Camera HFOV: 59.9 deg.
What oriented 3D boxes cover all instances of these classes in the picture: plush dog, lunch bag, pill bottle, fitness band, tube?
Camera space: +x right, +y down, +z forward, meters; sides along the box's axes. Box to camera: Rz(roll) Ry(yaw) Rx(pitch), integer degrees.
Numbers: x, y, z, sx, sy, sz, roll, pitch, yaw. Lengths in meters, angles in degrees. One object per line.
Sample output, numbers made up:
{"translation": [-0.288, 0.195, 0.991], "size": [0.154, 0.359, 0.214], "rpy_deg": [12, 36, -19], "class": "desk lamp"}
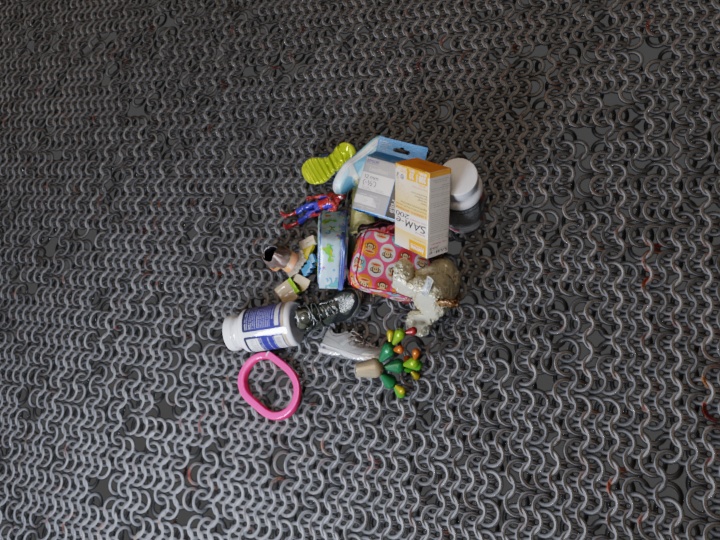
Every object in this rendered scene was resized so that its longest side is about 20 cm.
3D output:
{"translation": [0.184, 0.036, 1.496], "size": [0.158, 0.203, 0.172], "rpy_deg": [-8, 26, 36], "class": "plush dog"}
{"translation": [0.076, -0.024, 1.565], "size": [0.195, 0.082, 0.181], "rpy_deg": [16, 79, -15], "class": "lunch bag"}
{"translation": [0.248, -0.183, 1.536], "size": [0.111, 0.200, 0.117], "rpy_deg": [-4, 69, 12], "class": "pill bottle"}
{"translation": [-0.073, -0.053, 1.602], "size": [0.080, 0.201, 0.165], "rpy_deg": [3, 116, -4], "class": "lunch bag"}
{"translation": [-0.237, 0.301, 1.641], "size": [0.198, 0.037, 0.145], "rpy_deg": [32, 85, 27], "class": "fitness band"}
{"translation": [-0.257, 0.153, 1.654], "size": [0.195, 0.116, 0.119], "rpy_deg": [-9, 69, 16], "class": "pill bottle"}
{"translation": [0.004, -0.198, 1.719], "size": [0.057, 0.051, 0.205], "rpy_deg": [-17, 68, 42], "class": "tube"}

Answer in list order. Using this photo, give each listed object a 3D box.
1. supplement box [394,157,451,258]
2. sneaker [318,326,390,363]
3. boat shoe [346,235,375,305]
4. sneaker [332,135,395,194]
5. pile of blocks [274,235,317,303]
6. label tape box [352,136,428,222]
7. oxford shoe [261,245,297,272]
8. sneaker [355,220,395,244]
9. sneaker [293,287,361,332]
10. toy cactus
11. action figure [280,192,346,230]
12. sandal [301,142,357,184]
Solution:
{"translation": [0.143, -0.148, 1.464], "size": [0.125, 0.072, 0.205], "rpy_deg": [28, 126, 49], "class": "supplement box"}
{"translation": [-0.013, 0.186, 1.579], "size": [0.195, 0.075, 0.084], "rpy_deg": [8, 77, 22], "class": "sneaker"}
{"translation": [0.000, 0.000, 1.646], "size": [0.059, 0.072, 0.205], "rpy_deg": [9, 56, -22], "class": "boat shoe"}
{"translation": [0.026, -0.250, 1.657], "size": [0.200, 0.079, 0.131], "rpy_deg": [-44, 67, 5], "class": "sneaker"}
{"translation": [-0.156, 0.003, 1.698], "size": [0.081, 0.062, 0.203], "rpy_deg": [29, 96, 14], "class": "pile of blocks"}
{"translation": [0.075, -0.232, 1.573], "size": [0.140, 0.066, 0.205], "rpy_deg": [17, 93, 17], "class": "label tape box"}
{"translation": [-0.234, -0.043, 1.687], "size": [0.199, 0.072, 0.073], "rpy_deg": [5, 71, 63], "class": "oxford shoe"}
{"translation": [0.079, -0.108, 1.646], "size": [0.194, 0.081, 0.096], "rpy_deg": [-9, 33, -1], "class": "sneaker"}
{"translation": [-0.091, 0.106, 1.574], "size": [0.196, 0.113, 0.078], "rpy_deg": [-23, 84, 31], "class": "sneaker"}
{"translation": [0.067, 0.219, 1.486], "size": [0.160, 0.203, 0.103], "rpy_deg": [-6, 41, -6], "class": "toy cactus"}
{"translation": [-0.130, -0.175, 1.758], "size": [0.196, 0.052, 0.067], "rpy_deg": [-20, 63, 9], "class": "action figure"}
{"translation": [-0.079, -0.305, 1.771], "size": [0.196, 0.087, 0.081], "rpy_deg": [-17, 103, 29], "class": "sandal"}
